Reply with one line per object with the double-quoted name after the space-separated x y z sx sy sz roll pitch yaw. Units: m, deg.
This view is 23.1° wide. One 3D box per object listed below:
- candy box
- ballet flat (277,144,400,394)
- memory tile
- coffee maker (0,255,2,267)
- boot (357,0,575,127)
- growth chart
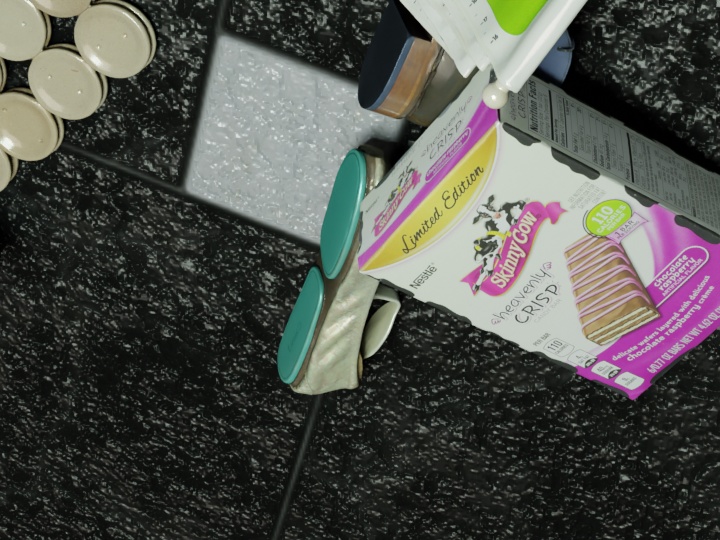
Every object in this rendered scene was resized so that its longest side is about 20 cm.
0.117 -0.019 0.992 0.200 0.061 0.136 25 131 -21 "candy box"
0.000 0.000 1.096 0.062 0.068 0.200 5 135 -18 "ballet flat"
-0.231 -0.142 1.099 0.200 0.017 0.153 -34 107 34 "memory tile"
-0.356 -0.036 1.166 0.200 0.135 0.192 53 159 -17 "coffee maker"
0.084 -0.157 0.955 0.097 0.075 0.200 18 125 -22 "boot"
0.051 -0.182 0.894 0.200 0.018 0.145 49 124 34 "growth chart"
